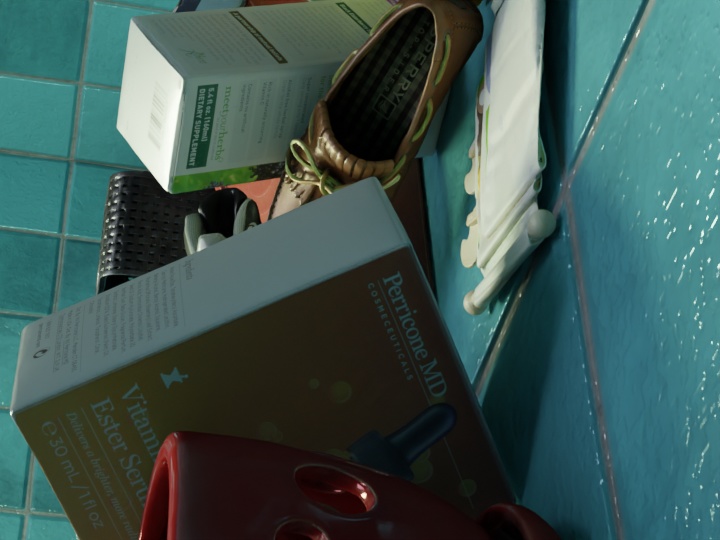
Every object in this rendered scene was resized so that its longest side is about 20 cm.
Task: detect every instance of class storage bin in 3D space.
[{"bbox_3d":[-0.125,-0.013,1.373,0.135,0.199,0.094,128,148,-70],"label":"storage bin"}]

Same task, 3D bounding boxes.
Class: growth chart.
[{"bbox_3d":[0.079,-0.085,0.825,0.145,0.018,0.201,133,142,-74],"label":"growth chart"}]

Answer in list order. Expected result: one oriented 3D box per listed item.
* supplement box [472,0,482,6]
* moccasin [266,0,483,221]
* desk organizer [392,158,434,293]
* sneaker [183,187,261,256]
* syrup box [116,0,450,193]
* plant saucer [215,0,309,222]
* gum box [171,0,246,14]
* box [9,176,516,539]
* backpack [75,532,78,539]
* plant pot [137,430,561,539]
[{"bbox_3d":[-0.001,-0.280,0.894,0.133,0.196,0.201,133,142,-72],"label":"supplement box"},{"bbox_3d":[0.000,-0.073,0.911,0.202,0.074,0.078,-51,-8,27],"label":"moccasin"},{"bbox_3d":[0.000,0.000,1.028,0.201,0.077,0.072,-94,14,-45],"label":"desk organizer"},{"bbox_3d":[-0.072,0.001,1.087,0.200,0.075,0.116,15,-119,-83],"label":"sneaker"},{"bbox_3d":[-0.043,-0.113,0.983,0.081,0.199,0.079,48,136,41],"label":"syrup box"},{"bbox_3d":[-0.066,-0.097,1.198,0.200,0.037,0.200,-116,35,-44],"label":"plant saucer"},{"bbox_3d":[-0.079,-0.270,1.261,0.170,0.044,0.200,-57,5,10],"label":"gum box"},{"bbox_3d":[-0.048,0.071,0.779,0.106,0.199,0.153,-111,-3,-69],"label":"box"},{"bbox_3d":[-0.115,0.160,1.090,0.191,0.153,0.201,45,-156,-77],"label":"backpack"},{"bbox_3d":[-0.008,0.174,0.659,0.200,0.181,0.202,-174,90,-79],"label":"plant pot"}]
